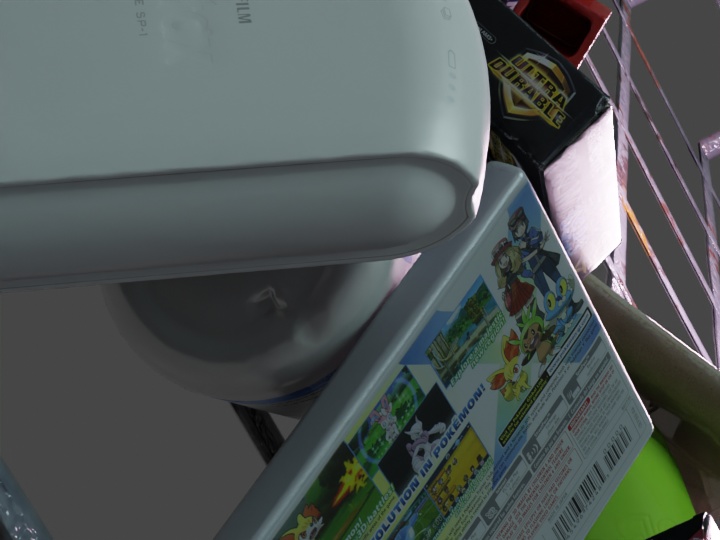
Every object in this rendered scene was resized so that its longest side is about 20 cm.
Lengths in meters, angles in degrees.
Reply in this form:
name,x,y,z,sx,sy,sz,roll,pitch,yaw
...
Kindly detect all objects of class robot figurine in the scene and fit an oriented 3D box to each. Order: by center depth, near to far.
name,x,y,z,sx,sy,sz,roll,pitch,yaw
robot figurine,0.127,0.149,1.182,0.200,0.115,0.176,-102,167,-47

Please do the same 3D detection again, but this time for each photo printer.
name,x,y,z,sx,sy,sz,roll,pitch,yaw
photo printer,-0.054,-0.074,0.793,0.070,0.199,0.167,96,-13,-50

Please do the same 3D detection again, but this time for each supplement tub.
name,x,y,z,sx,sy,sz,roll,pitch,yaw
supplement tub,-0.014,0.000,0.929,0.200,0.132,0.132,27,40,-67

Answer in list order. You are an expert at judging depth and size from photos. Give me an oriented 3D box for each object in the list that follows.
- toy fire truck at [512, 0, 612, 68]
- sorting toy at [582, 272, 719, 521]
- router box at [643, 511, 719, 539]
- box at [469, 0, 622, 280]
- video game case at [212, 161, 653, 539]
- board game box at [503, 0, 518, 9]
name,x,y,z,sx,sy,sz,roll,pitch,yaw
toy fire truck,0.081,-0.085,1.278,0.049,0.201,0.141,30,18,2
sorting toy,0.158,0.071,1.256,0.185,0.037,0.200,37,-19,4
router box,0.141,0.236,1.033,0.201,0.149,0.062,61,16,-9
box,0.035,-0.093,0.999,0.198,0.050,0.200,44,-5,18
video game case,0.036,0.088,0.874,0.022,0.200,0.183,19,-27,39
board game box,0.068,-0.174,1.293,0.200,0.165,0.057,113,-48,-81
